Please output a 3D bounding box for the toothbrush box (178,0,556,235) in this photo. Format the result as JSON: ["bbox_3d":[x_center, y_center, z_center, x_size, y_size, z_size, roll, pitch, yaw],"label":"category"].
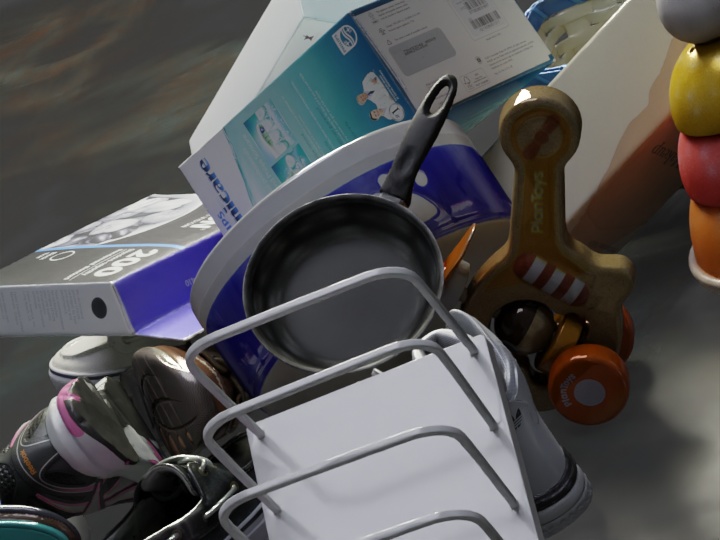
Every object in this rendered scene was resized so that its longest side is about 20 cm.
[{"bbox_3d":[0.003,-0.099,1.768,0.146,0.085,0.200,-27,-9,-45],"label":"toothbrush box"}]

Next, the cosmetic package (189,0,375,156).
[{"bbox_3d":[-0.013,-0.123,1.922,0.150,0.052,0.200,3,-35,-27],"label":"cosmetic package"}]

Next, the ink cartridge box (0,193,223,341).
[{"bbox_3d":[-0.127,-0.005,1.837,0.200,0.044,0.198,1,20,40],"label":"ink cartridge box"}]

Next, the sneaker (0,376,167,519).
[{"bbox_3d":[-0.174,0.114,1.672,0.086,0.080,0.200,-33,-17,4],"label":"sneaker"}]

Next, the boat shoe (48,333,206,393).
[{"bbox_3d":[-0.139,0.035,1.919,0.200,0.070,0.071,-13,25,31],"label":"boat shoe"}]

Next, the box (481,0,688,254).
[{"bbox_3d":[0.178,-0.105,1.714,0.200,0.078,0.095,-48,-27,16],"label":"box"}]

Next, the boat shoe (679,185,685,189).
[{"bbox_3d":[0.215,-0.089,1.788,0.200,0.072,0.066,-16,0,25],"label":"boat shoe"}]

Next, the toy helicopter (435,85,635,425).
[{"bbox_3d":[0.090,-0.011,1.569,0.132,0.200,0.079,3,27,7],"label":"toy helicopter"}]

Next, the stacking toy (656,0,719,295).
[{"bbox_3d":[0.229,-0.097,1.611,0.146,0.200,0.146,-22,21,9],"label":"stacking toy"}]

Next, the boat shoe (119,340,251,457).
[{"bbox_3d":[-0.102,0.073,1.744,0.072,0.076,0.200,-21,5,-13],"label":"boat shoe"}]

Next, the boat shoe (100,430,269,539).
[{"bbox_3d":[-0.097,0.141,1.621,0.072,0.071,0.200,-13,24,32],"label":"boat shoe"}]

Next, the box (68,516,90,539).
[{"bbox_3d":[-0.230,0.201,1.671,0.122,0.048,0.200,-23,22,9],"label":"box"}]

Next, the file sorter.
[{"bbox_3d":[0.004,0.118,1.359,0.138,0.125,0.200,-21,56,12],"label":"file sorter"}]

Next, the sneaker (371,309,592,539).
[{"bbox_3d":[0.042,0.080,1.538,0.075,0.115,0.200,-36,23,-24],"label":"sneaker"}]

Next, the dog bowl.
[{"bbox_3d":[0.000,0.000,1.680,0.200,0.079,0.200,-30,-19,-11],"label":"dog bowl"}]

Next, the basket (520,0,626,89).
[{"bbox_3d":[0.178,-0.177,1.852,0.176,0.200,0.139,-20,22,20],"label":"basket"}]

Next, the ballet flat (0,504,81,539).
[{"bbox_3d":[-0.249,0.173,1.606,0.200,0.073,0.073,-24,21,14],"label":"ballet flat"}]

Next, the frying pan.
[{"bbox_3d":[-0.006,-0.023,1.566,0.115,0.031,0.190,-1,60,12],"label":"frying pan"}]
